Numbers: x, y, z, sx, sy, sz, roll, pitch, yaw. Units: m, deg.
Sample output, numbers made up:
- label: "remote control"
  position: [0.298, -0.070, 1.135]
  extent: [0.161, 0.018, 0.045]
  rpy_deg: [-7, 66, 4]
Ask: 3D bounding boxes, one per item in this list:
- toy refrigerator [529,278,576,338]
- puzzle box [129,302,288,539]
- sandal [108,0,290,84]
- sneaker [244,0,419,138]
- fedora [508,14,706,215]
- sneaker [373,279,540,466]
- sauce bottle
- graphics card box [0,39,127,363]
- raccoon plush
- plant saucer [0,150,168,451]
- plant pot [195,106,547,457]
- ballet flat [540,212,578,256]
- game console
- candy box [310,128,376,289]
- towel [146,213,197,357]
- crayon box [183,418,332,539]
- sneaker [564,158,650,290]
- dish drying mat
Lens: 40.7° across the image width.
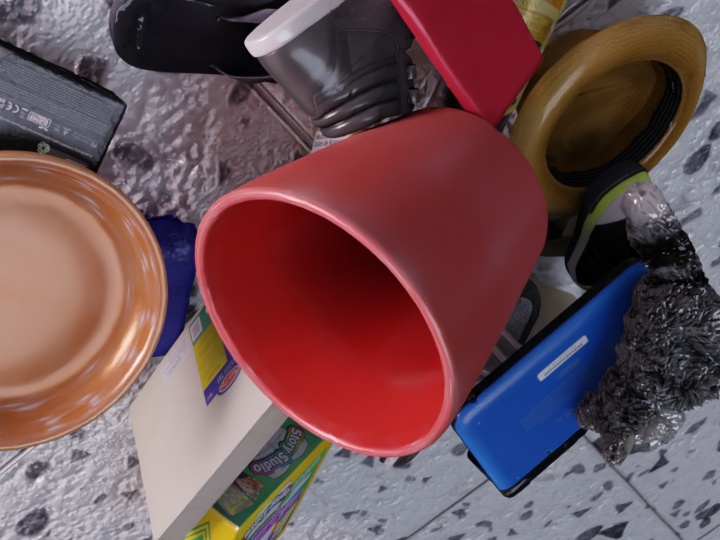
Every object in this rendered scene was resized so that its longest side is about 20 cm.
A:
- label: "toy refrigerator"
  position: [0.127, 0.048, 0.924]
  extent: [0.199, 0.076, 0.070]
  rpy_deg: [18, 139, -37]
- label: "puzzle box"
  position: [-0.122, 0.107, 0.768]
  extent: [0.025, 0.134, 0.200]
  rpy_deg: [12, 132, -36]
- label: "sandal"
  position: [-0.071, -0.158, 0.676]
  extent: [0.199, 0.043, 0.076]
  rpy_deg: [-7, 131, -21]
- label: "sneaker"
  position: [0.023, -0.166, 0.659]
  extent: [0.200, 0.071, 0.100]
  rpy_deg: [-40, 116, -18]
- label: "fedora"
  position: [0.186, -0.137, 0.793]
  extent: [0.200, 0.082, 0.201]
  rpy_deg: [-22, 139, -20]
- label: "sneaker"
  position: [0.082, 0.074, 0.834]
  extent: [0.200, 0.075, 0.115]
  rpy_deg: [-49, 170, 17]
- label: "sauce bottle"
  position: [0.093, -0.141, 0.726]
  extent: [0.066, 0.066, 0.201]
  rpy_deg: [14, 105, -35]
- label: "graphics card box"
  position: [-0.252, -0.049, 0.633]
  extent: [0.125, 0.051, 0.201]
  rpy_deg: [22, 100, -31]
- label: "raccoon plush"
  position: [0.198, 0.046, 0.727]
  extent: [0.134, 0.097, 0.201]
  rpy_deg: [-32, 98, 7]
- label: "plant saucer"
  position: [-0.225, 0.019, 0.622]
  extent: [0.199, 0.037, 0.202]
  rpy_deg: [-10, 114, -24]
- label: "plant pot"
  position: [0.022, -0.007, 0.644]
  extent: [0.177, 0.200, 0.201]
  rpy_deg: [-41, 147, -39]
- label: "ballet flat"
  position: [0.153, -0.048, 0.861]
  extent: [0.199, 0.071, 0.071]
  rpy_deg: [-5, 131, -18]
- label: "game console"
  position: [0.159, 0.082, 0.828]
  extent: [0.200, 0.118, 0.171]
  rpy_deg: [-40, 127, -5]
- label: "candy box"
  position: [0.000, 0.000, 0.768]
  extent: [0.115, 0.055, 0.201]
  rpy_deg: [19, 81, -37]
- label: "towel"
  position: [-0.232, 0.016, 0.754]
  extent: [0.199, 0.050, 0.148]
  rpy_deg: [-2, 136, -25]
- label: "crayon box"
  position: [-0.110, 0.228, 0.913]
  extent: [0.200, 0.058, 0.173]
  rpy_deg: [-38, 157, -58]
- label: "sneaker"
  position: [0.224, -0.012, 0.822]
  extent: [0.071, 0.083, 0.200]
  rpy_deg: [-34, 154, -4]
- label: "dish drying mat"
  position: [0.052, -0.183, 0.622]
  extent: [0.077, 0.018, 0.200]
  rpy_deg: [-54, 128, -16]
